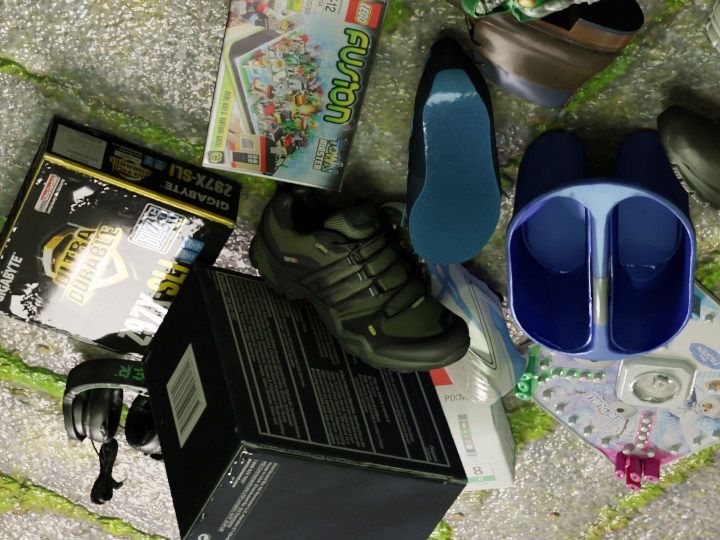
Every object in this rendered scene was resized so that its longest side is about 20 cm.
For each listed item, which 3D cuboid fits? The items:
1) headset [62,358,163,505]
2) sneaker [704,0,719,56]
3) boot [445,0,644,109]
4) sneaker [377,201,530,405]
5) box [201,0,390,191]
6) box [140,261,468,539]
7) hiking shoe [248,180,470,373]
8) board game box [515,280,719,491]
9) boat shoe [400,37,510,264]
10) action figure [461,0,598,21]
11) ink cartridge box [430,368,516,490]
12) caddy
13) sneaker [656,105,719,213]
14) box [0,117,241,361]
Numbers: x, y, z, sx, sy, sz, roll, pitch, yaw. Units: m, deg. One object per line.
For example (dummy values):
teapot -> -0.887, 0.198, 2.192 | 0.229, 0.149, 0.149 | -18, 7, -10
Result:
headset -> -0.203, 0.137, 1.775 | 0.123, 0.094, 0.200 | 16, 156, -12
sneaker -> 0.335, -0.148, 1.401 | 0.199, 0.078, 0.080 | 21, 128, -15
boot -> 0.085, -0.170, 1.407 | 0.199, 0.075, 0.097 | 18, 135, -15
sneaker -> 0.070, 0.018, 1.640 | 0.072, 0.073, 0.200 | 3, 135, 49
box -> -0.048, -0.145, 1.482 | 0.110, 0.035, 0.200 | 10, 138, -4
box -> -0.048, 0.118, 1.605 | 0.198, 0.200, 0.123 | 12, 128, -27
hiking shoe -> 0.000, 0.000, 1.563 | 0.200, 0.076, 0.101 | 31, 137, 19
board game box -> 0.247, 0.099, 1.724 | 0.200, 0.026, 0.200 | -29, 128, 33
boat shoe -> 0.073, -0.087, 1.511 | 0.084, 0.069, 0.200 | 1, 140, -6
action figure -> 0.156, -0.214, 1.322 | 0.199, 0.055, 0.118 | -26, 120, 6
ink cartridge box -> 0.038, 0.119, 1.761 | 0.160, 0.050, 0.200 | -6, 139, 14
caddy -> 0.181, -0.012, 1.546 | 0.141, 0.105, 0.200 | -1, 138, 7
sneaker -> 0.300, -0.078, 1.495 | 0.199, 0.076, 0.091 | 25, 126, -29
box -> -0.203, -0.019, 1.637 | 0.159, 0.049, 0.200 | 19, 137, -16
